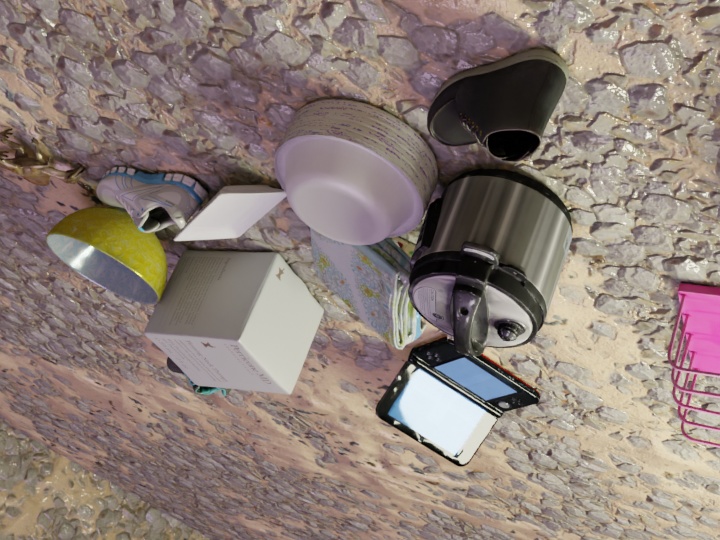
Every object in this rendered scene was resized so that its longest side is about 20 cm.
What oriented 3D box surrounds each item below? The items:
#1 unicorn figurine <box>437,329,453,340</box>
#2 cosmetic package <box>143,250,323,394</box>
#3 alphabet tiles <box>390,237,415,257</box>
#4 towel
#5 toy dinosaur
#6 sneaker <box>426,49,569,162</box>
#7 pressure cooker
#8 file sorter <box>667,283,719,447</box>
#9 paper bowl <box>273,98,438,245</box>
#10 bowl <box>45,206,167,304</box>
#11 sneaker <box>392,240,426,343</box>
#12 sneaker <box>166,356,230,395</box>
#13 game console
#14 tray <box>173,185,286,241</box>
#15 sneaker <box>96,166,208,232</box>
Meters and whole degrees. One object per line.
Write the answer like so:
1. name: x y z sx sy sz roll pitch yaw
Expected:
1. unicorn figurine: 0.166 0.065 1.553 0.199 0.074 0.137 4 158 21
2. cosmetic package: -0.200 0.080 1.760 0.199 0.167 0.168 1 145 33
3. alphabet tiles: 0.026 -0.006 1.612 0.167 0.008 0.200 25 152 -5
4. towel: 0.000 0.000 1.511 0.200 0.048 0.172 42 152 27
5. toy dinosaur: -0.524 -0.164 1.694 0.199 0.058 0.101 11 151 22
6. sneaker: 0.127 -0.156 1.169 0.075 0.107 0.200 35 150 -22
7. pressure cooker: 0.152 0.000 1.322 0.176 0.201 0.178 38 149 -27
8. file sorter: 0.470 0.130 1.389 0.138 0.126 0.200 7 148 28
9. paper bowl: -0.012 -0.109 1.360 0.200 0.105 0.201 19 151 11
10. bowl: -0.379 -0.044 1.730 0.199 0.108 0.200 24 159 9
11. sneaker: 0.055 0.026 1.586 0.072 0.072 0.201 38 152 38
12. sneaker: -0.310 0.196 2.121 0.199 0.091 0.078 -2 142 39
13. game console: 0.158 0.215 1.778 0.200 0.119 0.172 33 151 -19
14. tray: -0.190 -0.084 1.582 0.107 0.022 0.200 -3 165 -29
15. sneaker: -0.325 -0.099 1.629 0.199 0.087 0.075 5 149 34
